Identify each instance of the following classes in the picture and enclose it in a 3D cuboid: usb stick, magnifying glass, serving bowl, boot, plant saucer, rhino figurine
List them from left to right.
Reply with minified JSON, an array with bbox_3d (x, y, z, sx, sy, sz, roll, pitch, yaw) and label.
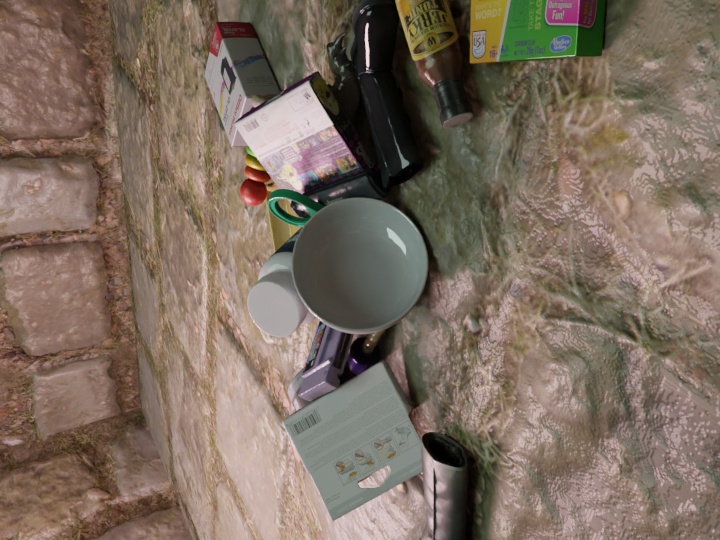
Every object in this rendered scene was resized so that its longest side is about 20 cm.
[{"bbox_3d":[-0.114,-0.076,1.167,0.198,0.047,0.207,-2,98,59],"label":"plant saucer"},{"bbox_3d":[-0.055,-0.082,0.960,0.080,0.194,0.023,90,-164,-62],"label":"magnifying glass"},{"bbox_3d":[-0.036,-0.114,0.949,0.197,0.055,0.033,-11,52,46],"label":"usb stick"},{"bbox_3d":[-0.036,-0.268,0.955,0.087,0.059,0.205,34,131,30],"label":"rhino figurine"},{"bbox_3d":[0.000,0.000,0.879,0.066,0.195,0.204,85,160,-66],"label":"serving bowl"},{"bbox_3d":[0.037,-0.231,0.814,0.165,0.063,0.207,109,150,-81],"label":"boot"},{"bbox_3d":[0.140,0.362,0.871,0.180,0.071,0.207,29,117,50],"label":"boot"}]

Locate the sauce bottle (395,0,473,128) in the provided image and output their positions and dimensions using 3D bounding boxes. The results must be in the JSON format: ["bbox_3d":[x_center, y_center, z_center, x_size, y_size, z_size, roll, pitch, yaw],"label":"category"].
[{"bbox_3d":[0.091,-0.276,0.739,0.064,0.063,0.206,-30,75,58],"label":"sauce bottle"}]

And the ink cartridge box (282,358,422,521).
[{"bbox_3d":[-0.002,0.269,0.975,0.177,0.197,0.043,60,-170,5],"label":"ink cartridge box"}]

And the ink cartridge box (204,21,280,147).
[{"bbox_3d":[-0.246,-0.382,1.256,0.204,0.081,0.146,66,146,22],"label":"ink cartridge box"}]

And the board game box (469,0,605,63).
[{"bbox_3d":[0.174,-0.317,0.604,0.152,0.039,0.207,22,118,56],"label":"board game box"}]

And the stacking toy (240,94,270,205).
[{"bbox_3d":[-0.191,-0.225,1.170,0.085,0.083,0.206,39,118,46],"label":"stacking toy"}]

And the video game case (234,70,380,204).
[{"bbox_3d":[-0.086,-0.193,0.961,0.197,0.036,0.183,-11,123,45],"label":"video game case"}]

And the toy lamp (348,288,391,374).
[{"bbox_3d":[0.026,0.102,0.979,0.059,0.057,0.202,60,146,28],"label":"toy lamp"}]

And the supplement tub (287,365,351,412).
[{"bbox_3d":[-0.042,0.269,1.084,0.203,0.119,0.124,59,144,31],"label":"supplement tub"}]

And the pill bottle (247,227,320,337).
[{"bbox_3d":[-0.095,0.014,0.969,0.116,0.201,0.123,8,118,16],"label":"pill bottle"}]

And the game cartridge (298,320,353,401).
[{"bbox_3d":[-0.046,0.108,1.015,0.129,0.038,0.205,-33,34,55],"label":"game cartridge"}]
